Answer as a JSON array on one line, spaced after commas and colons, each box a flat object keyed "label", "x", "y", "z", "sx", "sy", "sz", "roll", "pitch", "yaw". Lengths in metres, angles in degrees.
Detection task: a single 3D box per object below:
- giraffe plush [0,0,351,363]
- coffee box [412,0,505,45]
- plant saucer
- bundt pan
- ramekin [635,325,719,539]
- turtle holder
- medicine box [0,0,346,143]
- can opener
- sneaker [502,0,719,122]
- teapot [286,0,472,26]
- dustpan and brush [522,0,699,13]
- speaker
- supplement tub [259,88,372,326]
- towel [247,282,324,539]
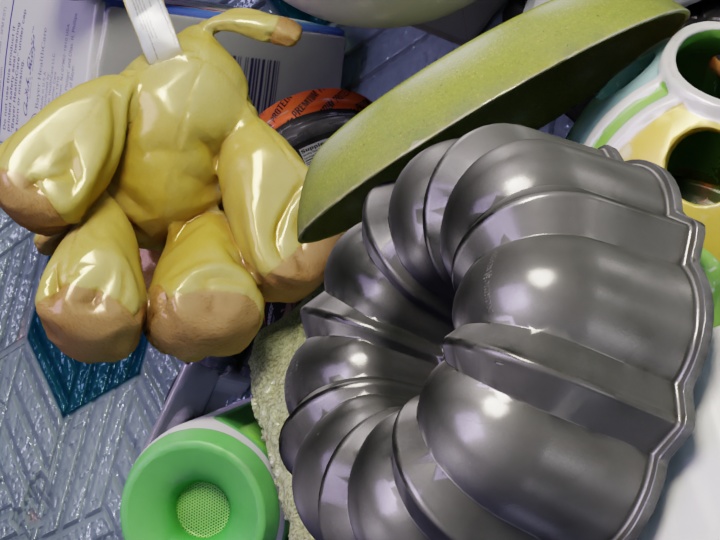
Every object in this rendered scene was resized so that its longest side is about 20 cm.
[{"label": "giraffe plush", "x": -0.107, "y": -0.040, "z": 0.905, "sx": 0.162, "sy": 0.171, "sz": 0.201, "roll": 129, "pitch": 137, "yaw": -71}, {"label": "coffee box", "x": 0.011, "y": -0.239, "z": 1.040, "sx": 0.080, "sy": 0.113, "sz": 0.201, "roll": -49, "pitch": 44, "yaw": 29}, {"label": "plant saucer", "x": 0.052, "y": -0.074, "z": 0.773, "sx": 0.200, "sy": 0.200, "sz": 0.031, "roll": -34, "pitch": 84, "yaw": 39}, {"label": "bundt pan", "x": 0.037, "y": 0.033, "z": 0.659, "sx": 0.202, "sy": 0.076, "sz": 0.203, "roll": -39, "pitch": 39, "yaw": 40}, {"label": "ramekin", "x": 0.169, "y": 0.094, "z": 0.669, "sx": 0.200, "sy": 0.200, "sz": 0.098, "roll": -38, "pitch": 52, "yaw": 37}, {"label": "turtle holder", "x": 0.134, "y": -0.024, "z": 0.734, "sx": 0.141, "sy": 0.185, "sz": 0.132, "roll": 37, "pitch": 133, "yaw": 31}, {"label": "medicine box", "x": -0.141, "y": -0.125, "z": 1.121, "sx": 0.200, "sy": 0.181, "sz": 0.104, "roll": 22, "pitch": 106, "yaw": 51}, {"label": "can opener", "x": -0.087, "y": 0.043, "z": 1.117, "sx": 0.066, "sy": 0.052, "sz": 0.201, "roll": 47, "pitch": 114, "yaw": 48}, {"label": "sneaker", "x": 0.155, "y": -0.094, "z": 0.872, "sx": 0.200, "sy": 0.072, "sz": 0.083, "roll": 25, "pitch": 137, "yaw": 43}, {"label": "teapot", "x": 0.003, "y": -0.208, "z": 0.841, "sx": 0.197, "sy": 0.146, "sz": 0.200, "roll": 39, "pitch": 110, "yaw": 8}, {"label": "dustpan and brush", "x": 0.177, "y": -0.178, "z": 0.847, "sx": 0.199, "sy": 0.057, "sz": 0.140, "roll": -3, "pitch": 38, "yaw": 19}, {"label": "speaker", "x": -0.063, "y": 0.115, "z": 0.923, "sx": 0.088, "sy": 0.200, "sz": 0.089, "roll": 0, "pitch": 91, "yaw": 10}, {"label": "supplement tub", "x": 0.000, "y": 0.000, "z": 0.969, "sx": 0.123, "sy": 0.122, "sz": 0.201, "roll": -49, "pitch": 45, "yaw": 29}, {"label": "towel", "x": 0.012, "y": 0.060, "z": 0.797, "sx": 0.148, "sy": 0.036, "sz": 0.200, "roll": -44, "pitch": 36, "yaw": 18}]
